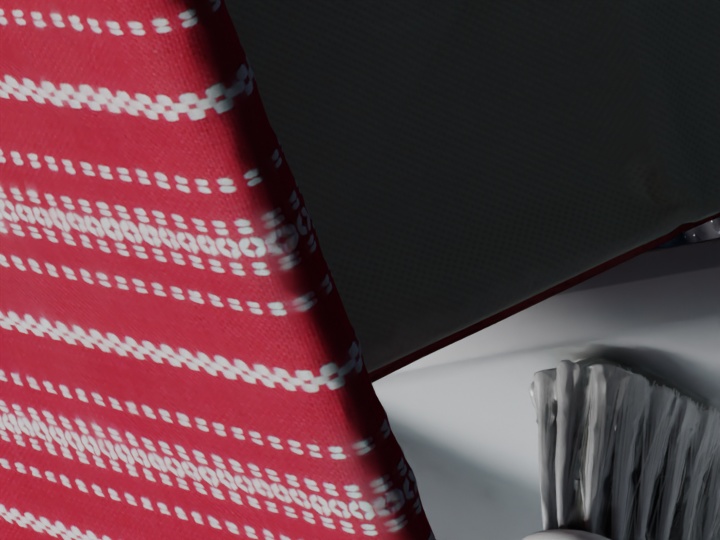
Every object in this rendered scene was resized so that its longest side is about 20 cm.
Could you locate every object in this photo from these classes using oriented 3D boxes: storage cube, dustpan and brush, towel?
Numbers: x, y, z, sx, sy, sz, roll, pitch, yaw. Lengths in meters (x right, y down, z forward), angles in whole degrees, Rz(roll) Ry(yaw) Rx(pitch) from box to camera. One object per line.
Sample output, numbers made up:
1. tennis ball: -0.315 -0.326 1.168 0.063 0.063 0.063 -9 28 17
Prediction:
1. storage cube: -0.005 -0.090 0.540 0.180 0.171 0.201 12 120 64
2. dustpan and brush: 0.081 0.074 0.586 0.139 0.057 0.200 -12 143 43
3. towel: -0.054 -0.011 0.443 0.144 0.022 0.200 11 132 45

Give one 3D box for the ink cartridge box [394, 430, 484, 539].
1. ink cartridge box: -0.037 0.109 0.695 0.200 0.086 0.148 -16 81 34
